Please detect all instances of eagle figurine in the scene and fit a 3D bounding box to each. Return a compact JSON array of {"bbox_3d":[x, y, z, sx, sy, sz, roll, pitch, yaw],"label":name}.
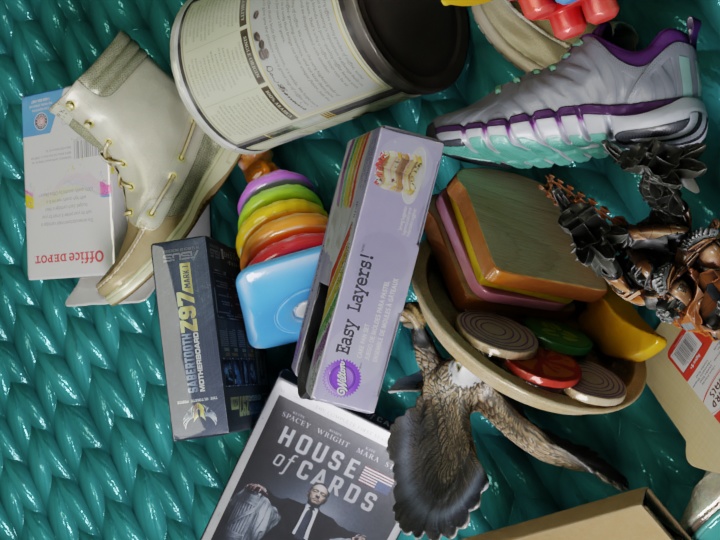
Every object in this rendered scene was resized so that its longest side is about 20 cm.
[{"bbox_3d":[0.085,0.103,0.984,0.152,0.151,0.200,-33,63,24],"label":"eagle figurine"}]

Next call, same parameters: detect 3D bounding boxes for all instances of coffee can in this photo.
[{"bbox_3d":[-0.035,-0.188,1.080,0.200,0.146,0.147,-14,82,39],"label":"coffee can"}]

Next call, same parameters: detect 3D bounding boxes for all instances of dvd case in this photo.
[{"bbox_3d":[-0.039,0.199,1.124,0.150,0.025,0.200,26,111,0],"label":"dvd case"}]

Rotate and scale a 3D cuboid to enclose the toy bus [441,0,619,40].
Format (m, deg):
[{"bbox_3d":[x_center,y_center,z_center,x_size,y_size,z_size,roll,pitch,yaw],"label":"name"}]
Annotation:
[{"bbox_3d":[0.092,-0.241,0.895,0.200,0.136,0.193,-16,94,44],"label":"toy bus"}]

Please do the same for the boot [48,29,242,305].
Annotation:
[{"bbox_3d":[-0.204,-0.087,1.139,0.200,0.155,0.072,-56,16,-10],"label":"boot"}]

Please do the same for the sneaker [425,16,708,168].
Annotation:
[{"bbox_3d":[0.140,-0.121,0.917,0.199,0.074,0.088,-2,79,28],"label":"sneaker"}]

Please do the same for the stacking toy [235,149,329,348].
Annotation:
[{"bbox_3d":[-0.069,-0.042,1.154,0.116,0.109,0.200,85,167,-53],"label":"stacking toy"}]

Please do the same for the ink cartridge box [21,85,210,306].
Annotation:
[{"bbox_3d":[-0.228,-0.068,1.256,0.128,0.125,0.201,-2,90,40],"label":"ink cartridge box"}]

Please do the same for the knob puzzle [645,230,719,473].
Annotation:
[{"bbox_3d":[0.275,0.052,0.867,0.220,0.030,0.220,-42,40,47],"label":"knob puzzle"}]

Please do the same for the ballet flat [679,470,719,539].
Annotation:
[{"bbox_3d":[0.279,0.124,0.894,0.200,0.067,0.062,-47,35,26],"label":"ballet flat"}]

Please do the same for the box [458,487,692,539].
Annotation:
[{"bbox_3d":[0.160,0.233,0.944,0.200,0.021,0.164,-25,117,37],"label":"box"}]

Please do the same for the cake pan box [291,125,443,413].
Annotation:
[{"bbox_3d":[0.000,0.000,0.973,0.052,0.184,0.201,14,92,-6],"label":"cake pan box"}]

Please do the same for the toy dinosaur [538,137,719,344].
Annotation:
[{"bbox_3d":[0.186,-0.010,0.879,0.200,0.136,0.102,14,65,37],"label":"toy dinosaur"}]

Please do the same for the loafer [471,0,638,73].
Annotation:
[{"bbox_3d":[0.163,-0.158,0.969,0.200,0.076,0.068,45,117,19],"label":"loafer"}]

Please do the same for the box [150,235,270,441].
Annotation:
[{"bbox_3d":[-0.122,0.060,1.131,0.051,0.200,0.158,-9,86,7],"label":"box"}]

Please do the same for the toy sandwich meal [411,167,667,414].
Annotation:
[{"bbox_3d":[0.125,0.013,0.929,0.205,0.205,0.070,48,126,28],"label":"toy sandwich meal"}]
